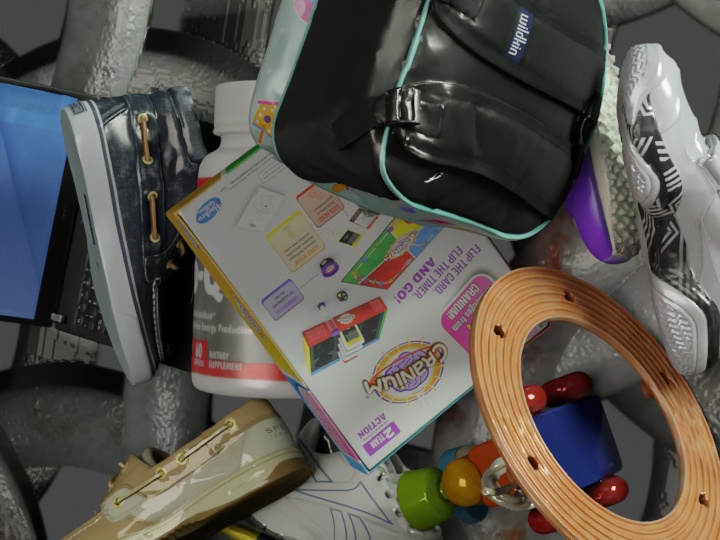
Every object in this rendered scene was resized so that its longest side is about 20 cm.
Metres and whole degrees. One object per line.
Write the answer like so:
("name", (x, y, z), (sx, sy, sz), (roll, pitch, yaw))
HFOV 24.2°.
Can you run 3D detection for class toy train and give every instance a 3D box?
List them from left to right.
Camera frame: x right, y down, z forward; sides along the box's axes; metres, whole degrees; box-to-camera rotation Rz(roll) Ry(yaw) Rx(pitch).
("toy train", (0.069, 0.124, 0.997), (0.116, 0.200, 0.085), (-23, 82, 30))

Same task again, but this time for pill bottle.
("pill bottle", (-0.052, -0.020, 1.103), (0.114, 0.114, 0.201), (2, 91, 27))

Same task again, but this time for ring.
("ring", (0.135, 0.088, 0.966), (0.019, 0.200, 0.201), (-39, 73, 36))

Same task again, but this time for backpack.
("backpack", (0.046, -0.110, 0.939), (0.153, 0.200, 0.176), (14, 88, 43))

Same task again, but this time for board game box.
("board game box", (0.000, 0.000, 1.036), (0.153, 0.040, 0.200), (-37, 99, -12))

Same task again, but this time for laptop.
("laptop", (-0.204, -0.036, 1.186), (0.200, 0.103, 0.178), (16, 97, 26))

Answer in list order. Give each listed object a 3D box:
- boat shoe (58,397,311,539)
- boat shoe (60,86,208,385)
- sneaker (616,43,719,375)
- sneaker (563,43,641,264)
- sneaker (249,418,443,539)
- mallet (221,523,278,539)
("boat shoe", (-0.127, 0.147, 1.106), (0.200, 0.074, 0.067), (-28, 72, 15))
("boat shoe", (-0.139, -0.024, 1.146), (0.071, 0.091, 0.201), (-145, 44, -66))
("sneaker", (0.215, -0.042, 0.968), (0.115, 0.075, 0.200), (-12, 108, 7))
("sneaker", (0.114, -0.091, 1.052), (0.099, 0.070, 0.201), (-23, 76, 32))
("sneaker", (0.006, 0.159, 1.079), (0.200, 0.074, 0.087), (27, 93, 41))
("mallet", (-0.073, 0.182, 1.162), (0.200, 0.066, 0.041), (20, 100, 10))
